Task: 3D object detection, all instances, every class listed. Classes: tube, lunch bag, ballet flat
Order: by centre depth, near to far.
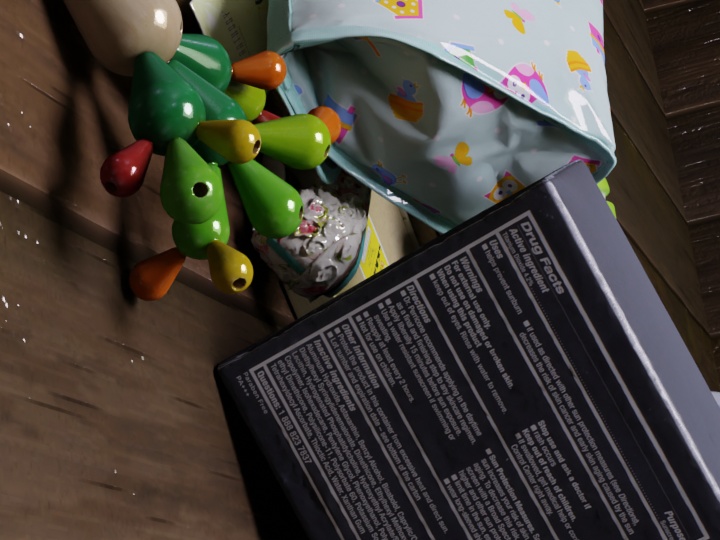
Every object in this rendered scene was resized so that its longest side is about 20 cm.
[{"bbox_3d":[0.033,-0.124,1.001,0.199,0.122,0.171,24,42,-21],"label":"lunch bag"},{"bbox_3d":[-0.025,-0.060,1.041,0.064,0.076,0.201,33,27,-16],"label":"ballet flat"},{"bbox_3d":[-0.053,-0.151,1.044,0.058,0.052,0.200,30,30,-2],"label":"tube"}]

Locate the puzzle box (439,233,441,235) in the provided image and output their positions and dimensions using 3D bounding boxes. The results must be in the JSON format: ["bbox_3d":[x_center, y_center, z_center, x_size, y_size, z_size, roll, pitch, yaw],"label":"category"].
[{"bbox_3d":[0.055,-0.128,1.424,0.133,0.025,0.201,-75,148,-59],"label":"puzzle box"}]

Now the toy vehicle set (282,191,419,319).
[{"bbox_3d":[0.000,0.000,1.135,0.201,0.026,0.125,-77,149,-57],"label":"toy vehicle set"}]

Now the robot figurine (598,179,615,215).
[{"bbox_3d":[0.161,-0.011,1.516,0.175,0.115,0.202,31,50,-78],"label":"robot figurine"}]

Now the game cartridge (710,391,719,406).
[{"bbox_3d":[0.239,0.143,1.166,0.199,0.041,0.134,5,59,-54],"label":"game cartridge"}]

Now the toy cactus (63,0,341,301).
[{"bbox_3d":[-0.088,-0.079,0.836,0.165,0.102,0.200,53,25,-12],"label":"toy cactus"}]

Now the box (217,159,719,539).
[{"bbox_3d":[0.071,0.080,0.925,0.201,0.197,0.123,61,19,0],"label":"box"}]
